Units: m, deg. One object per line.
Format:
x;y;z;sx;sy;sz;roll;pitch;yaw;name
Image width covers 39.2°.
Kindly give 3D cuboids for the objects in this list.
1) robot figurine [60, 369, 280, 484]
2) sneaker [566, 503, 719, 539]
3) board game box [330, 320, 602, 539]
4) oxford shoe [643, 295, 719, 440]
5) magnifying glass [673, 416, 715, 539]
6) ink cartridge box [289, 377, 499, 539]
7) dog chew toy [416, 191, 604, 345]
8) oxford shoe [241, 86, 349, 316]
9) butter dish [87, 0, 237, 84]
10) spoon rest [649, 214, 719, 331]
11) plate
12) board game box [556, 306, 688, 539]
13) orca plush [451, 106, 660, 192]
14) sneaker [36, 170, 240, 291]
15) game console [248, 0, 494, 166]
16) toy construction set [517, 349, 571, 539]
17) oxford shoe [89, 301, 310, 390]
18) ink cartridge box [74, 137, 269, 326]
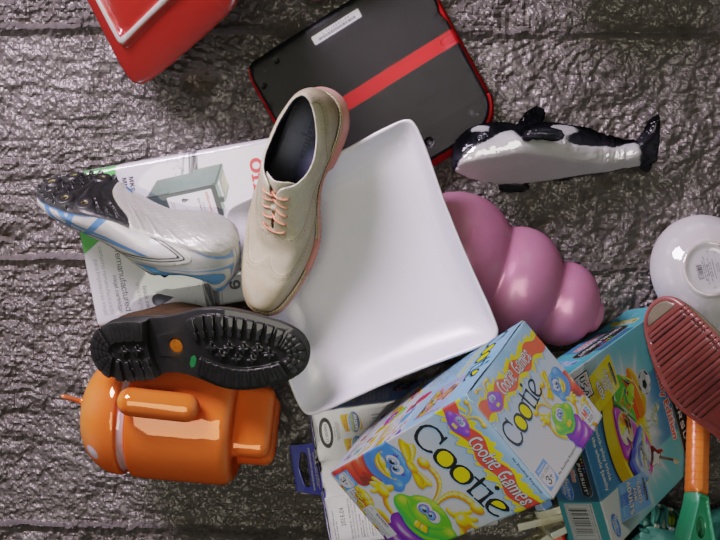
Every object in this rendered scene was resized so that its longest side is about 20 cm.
-0.177;0.140;0.955;0.196;0.144;0.119;5;110;3;robot figurine
0.294;0.261;0.976;0.197;0.078;0.081;-18;106;5;sneaker
0.084;0.146;0.840;0.103;0.105;0.200;49;138;-2;board game box
0.331;0.107;0.911;0.070;0.074;0.202;-43;73;38;oxford shoe
0.308;0.226;0.926;0.022;0.079;0.204;-11;65;42;magnifying glass
0.027;0.184;0.988;0.196;0.076;0.139;-9;95;3;ink cartridge box
0.133;0.008;0.942;0.197;0.125;0.126;22;97;-3;dog chew toy
-0.069;-0.058;0.850;0.070;0.074;0.204;17;100;16;oxford shoe
-0.166;-0.306;0.919;0.199;0.147;0.202;-23;97;47;butter dish
0.338;0.047;0.973;0.097;0.061;0.204;-9;83;3;spoon rest
0.000;0.000;0.887;0.197;0.032;0.203;-24;87;18;plate
0.237;0.135;0.917;0.046;0.199;0.154;-12;98;44;board game box
0.180;-0.131;0.949;0.196;0.105;0.072;-9;66;6;orca plush
-0.200;-0.033;0.899;0.197;0.072;0.073;19;127;9;sneaker
0.013;-0.170;0.978;0.198;0.031;0.179;-30;88;5;game console
0.190;0.162;0.955;0.091;0.130;0.204;3;111;43;toy construction set
-0.134;0.057;0.900;0.196;0.084;0.074;4;107;15;oxford shoe
-0.161;-0.040;0.970;0.196;0.084;0.149;-10;96;4;ink cartridge box
